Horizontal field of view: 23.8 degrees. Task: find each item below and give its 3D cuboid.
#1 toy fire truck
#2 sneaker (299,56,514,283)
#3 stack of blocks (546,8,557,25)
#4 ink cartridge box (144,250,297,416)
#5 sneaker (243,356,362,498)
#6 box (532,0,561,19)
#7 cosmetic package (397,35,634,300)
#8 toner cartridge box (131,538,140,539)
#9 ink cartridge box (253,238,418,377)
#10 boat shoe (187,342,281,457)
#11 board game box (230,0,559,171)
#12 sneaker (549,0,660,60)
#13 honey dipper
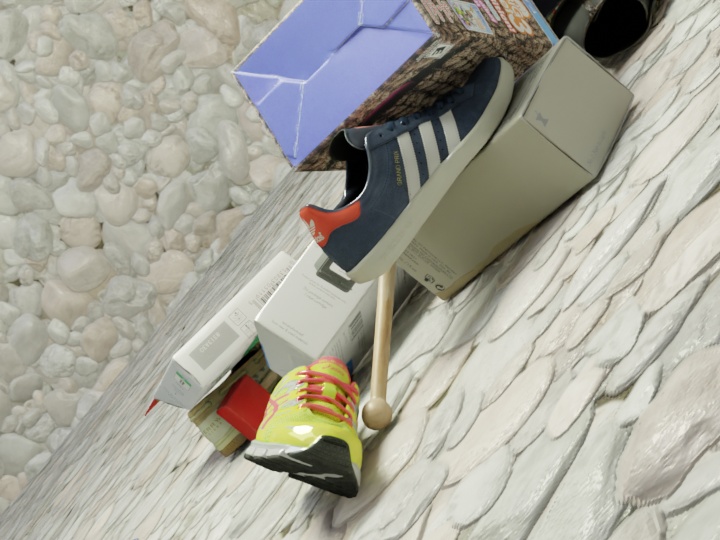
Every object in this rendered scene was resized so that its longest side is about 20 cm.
[{"bbox_3d":[-0.047,0.057,1.616,0.200,0.049,0.141,-56,8,-36],"label":"toy fire truck"},{"bbox_3d":[0.031,-0.090,1.216,0.201,0.084,0.075,-54,9,-20],"label":"sneaker"},{"bbox_3d":[0.134,-0.186,1.661,0.200,0.058,0.115,-45,10,33],"label":"stack of blocks"},{"bbox_3d":[-0.133,0.077,1.687,0.161,0.050,0.200,-45,-5,-25],"label":"ink cartridge box"},{"bbox_3d":[-0.034,0.102,1.194,0.200,0.078,0.091,174,118,-78],"label":"sneaker"},{"bbox_3d":[0.119,-0.266,1.495,0.200,0.104,0.183,-49,9,41],"label":"box"},{"bbox_3d":[0.106,-0.073,1.279,0.200,0.073,0.104,-41,14,49],"label":"cosmetic package"},{"bbox_3d":[-0.244,0.310,1.601,0.095,0.043,0.200,-56,10,-25],"label":"toner cartridge box"},{"bbox_3d":[0.000,0.000,1.419,0.200,0.068,0.116,-53,-15,-17],"label":"ink cartridge box"},{"bbox_3d":[-0.112,0.103,1.716,0.073,0.063,0.200,-45,10,32],"label":"boat shoe"},{"bbox_3d":[0.031,-0.161,1.302,0.159,0.097,0.199,-41,-18,29],"label":"board game box"},{"bbox_3d":[0.237,-0.254,1.406,0.201,0.074,0.106,-59,13,7],"label":"sneaker"},{"bbox_3d":[0.017,0.019,1.241,0.038,0.038,0.202,144,135,-60],"label":"honey dipper"}]
